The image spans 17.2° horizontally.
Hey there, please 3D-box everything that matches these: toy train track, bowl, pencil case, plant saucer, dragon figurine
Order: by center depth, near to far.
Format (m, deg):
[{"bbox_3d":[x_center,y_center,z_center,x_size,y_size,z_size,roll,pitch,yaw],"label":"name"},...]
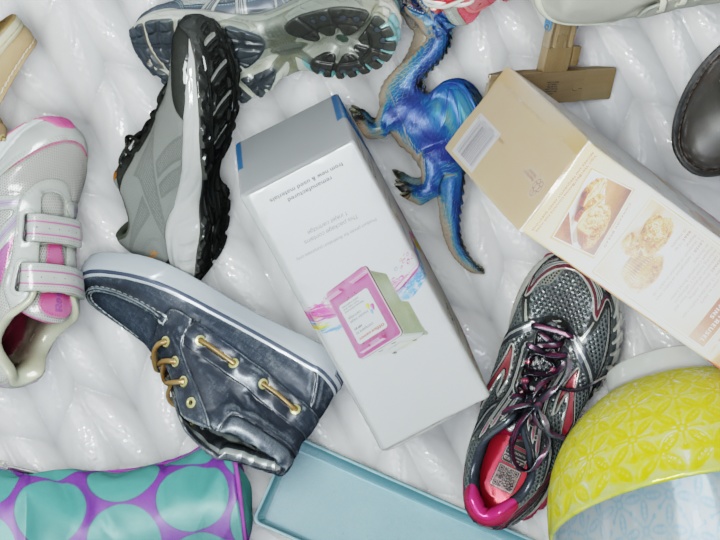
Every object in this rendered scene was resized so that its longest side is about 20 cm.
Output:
[{"bbox_3d":[0.214,0.113,1.594,0.200,0.200,0.108,-11,69,5],"label":"bowl"},{"bbox_3d":[0.127,-0.168,1.598,0.115,0.033,0.200,-6,118,-37],"label":"toy train track"},{"bbox_3d":[0.060,-0.096,1.623,0.099,0.059,0.200,-31,93,7],"label":"dragon figurine"},{"bbox_3d":[-0.174,0.168,1.657,0.200,0.085,0.092,-6,78,3],"label":"pencil case"},{"bbox_3d":[0.028,0.186,1.672,0.200,0.019,0.070,23,74,0],"label":"plant saucer"}]

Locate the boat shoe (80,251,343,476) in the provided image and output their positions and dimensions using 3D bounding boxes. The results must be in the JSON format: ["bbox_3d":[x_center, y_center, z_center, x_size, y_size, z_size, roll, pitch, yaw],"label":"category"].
[{"bbox_3d":[-0.117,0.062,1.620,0.200,0.071,0.091,24,64,10],"label":"boat shoe"}]

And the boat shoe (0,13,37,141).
[{"bbox_3d":[-0.273,-0.081,1.643,0.069,0.074,0.200,32,99,-13],"label":"boat shoe"}]

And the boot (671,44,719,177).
[{"bbox_3d":[0.281,-0.138,1.547,0.069,0.174,0.200,40,98,-3],"label":"boot"}]

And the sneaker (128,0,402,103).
[{"bbox_3d":[-0.059,-0.170,1.620,0.200,0.086,0.078,-3,134,22],"label":"sneaker"}]

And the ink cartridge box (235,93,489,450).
[{"bbox_3d":[0.000,0.000,1.577,0.085,0.145,0.200,-26,107,3],"label":"ink cartridge box"}]

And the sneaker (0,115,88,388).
[{"bbox_3d":[-0.221,-0.006,1.621,0.088,0.081,0.200,32,113,40],"label":"sneaker"}]

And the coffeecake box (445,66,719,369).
[{"bbox_3d":[0.171,-0.030,1.545,0.200,0.154,0.073,33,99,-26],"label":"coffeecake box"}]

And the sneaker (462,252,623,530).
[{"bbox_3d":[0.124,0.085,1.628,0.081,0.075,0.200,17,97,14],"label":"sneaker"}]

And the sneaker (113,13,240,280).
[{"bbox_3d":[-0.128,-0.082,1.603,0.079,0.074,0.200,17,125,11],"label":"sneaker"}]

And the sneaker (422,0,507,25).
[{"bbox_3d":[0.064,-0.198,1.546,0.074,0.200,0.087,10,108,26],"label":"sneaker"}]

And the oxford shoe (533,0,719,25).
[{"bbox_3d":[0.209,-0.200,1.555,0.200,0.058,0.075,-11,120,-10],"label":"oxford shoe"}]
